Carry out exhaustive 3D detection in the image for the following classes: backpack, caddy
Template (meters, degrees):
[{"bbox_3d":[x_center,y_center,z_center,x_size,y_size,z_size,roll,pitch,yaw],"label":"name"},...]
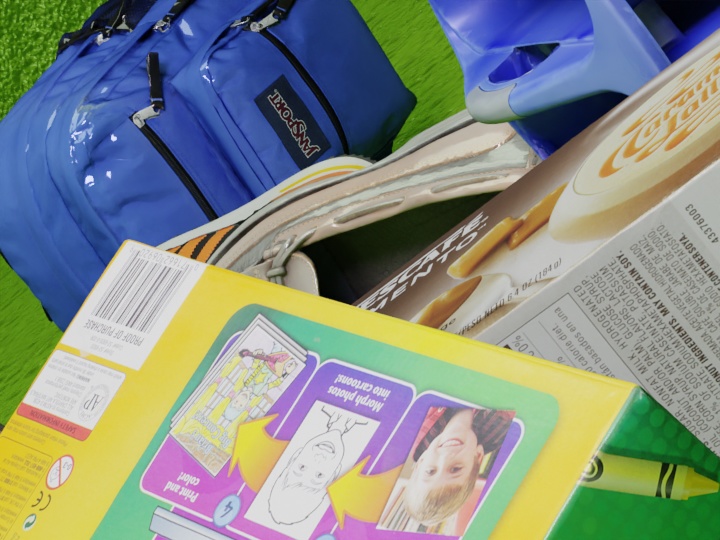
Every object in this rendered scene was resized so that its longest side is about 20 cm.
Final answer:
[{"bbox_3d":[-0.085,-0.064,1.368,0.168,0.163,0.200,-22,20,50],"label":"backpack"},{"bbox_3d":[0.081,-0.082,0.915,0.105,0.142,0.200,-36,9,-8],"label":"caddy"}]

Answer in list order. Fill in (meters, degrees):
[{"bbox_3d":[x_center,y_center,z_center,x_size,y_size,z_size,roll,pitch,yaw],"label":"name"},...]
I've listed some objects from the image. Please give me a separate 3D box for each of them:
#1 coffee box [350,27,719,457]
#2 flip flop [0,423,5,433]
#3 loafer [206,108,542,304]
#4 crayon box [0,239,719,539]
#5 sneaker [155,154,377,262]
[{"bbox_3d":[0.076,0.011,0.708,0.200,0.080,0.114,-37,11,19],"label":"coffee box"},{"bbox_3d":[-0.220,0.150,1.214,0.200,0.081,0.058,-43,28,-6],"label":"flip flop"},{"bbox_3d":[0.000,0.000,1.070,0.200,0.072,0.063,-33,20,23],"label":"loafer"},{"bbox_3d":[-0.015,0.070,0.602,0.200,0.058,0.119,15,70,53],"label":"crayon box"},{"bbox_3d":[-0.068,0.022,1.199,0.200,0.070,0.090,-33,10,28],"label":"sneaker"}]
